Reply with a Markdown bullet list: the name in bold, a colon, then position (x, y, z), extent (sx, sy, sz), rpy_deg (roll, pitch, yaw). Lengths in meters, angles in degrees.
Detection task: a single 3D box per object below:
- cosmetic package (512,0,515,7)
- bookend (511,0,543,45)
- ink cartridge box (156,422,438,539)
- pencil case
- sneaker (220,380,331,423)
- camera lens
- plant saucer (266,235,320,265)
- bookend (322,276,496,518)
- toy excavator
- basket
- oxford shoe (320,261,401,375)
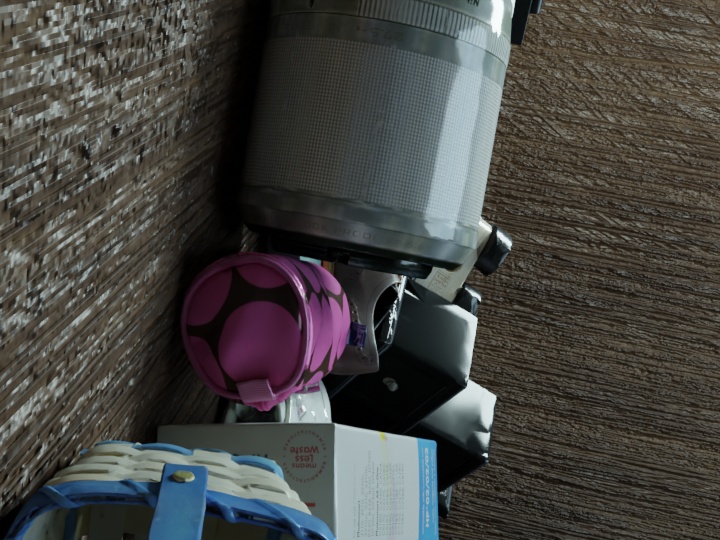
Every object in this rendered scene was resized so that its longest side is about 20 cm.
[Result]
- **cosmetic package**: position (0.058, -0.295, 0.806), extent (0.201, 0.073, 0.103), rpy_deg (53, 36, -43)
- **bookend**: position (0.109, -0.306, 1.132), extent (0.202, 0.195, 0.093), rpy_deg (-73, 173, -48)
- **ink cartridge box**: position (-0.040, 0.125, 0.581), extent (0.199, 0.113, 0.069), rpy_deg (27, 61, -64)
- **pencil case**: position (-0.052, 0.038, 0.644), extent (0.200, 0.089, 0.096), rpy_deg (13, 78, -82)
- **sneaker**: position (-0.060, 0.112, 0.760), extent (0.201, 0.073, 0.101), rpy_deg (-69, 168, -64)
- **camera lens**: position (0.010, -0.104, 0.653), extent (0.160, 0.157, 0.204), rpy_deg (4, 97, -85)
- **plant saucer**: position (-0.042, -0.069, 0.824), extent (0.200, 0.035, 0.204), rpy_deg (11, 90, -85)
- **bookend**: position (0.057, 0.117, 0.937), extent (0.199, 0.198, 0.093), rpy_deg (-44, -157, 46)
- **toy excavator**: position (0.046, 0.009, 1.072), extent (0.197, 0.099, 0.200), rpy_deg (-59, -163, -4)
- **basket**: position (-0.072, 0.154, 0.365), extent (0.200, 0.136, 0.180), rpy_deg (-98, -162, -76)
- **oxford shoe**: position (0.000, 0.000, 0.824), extent (0.072, 0.071, 0.203), rpy_deg (92, 8, -55)
